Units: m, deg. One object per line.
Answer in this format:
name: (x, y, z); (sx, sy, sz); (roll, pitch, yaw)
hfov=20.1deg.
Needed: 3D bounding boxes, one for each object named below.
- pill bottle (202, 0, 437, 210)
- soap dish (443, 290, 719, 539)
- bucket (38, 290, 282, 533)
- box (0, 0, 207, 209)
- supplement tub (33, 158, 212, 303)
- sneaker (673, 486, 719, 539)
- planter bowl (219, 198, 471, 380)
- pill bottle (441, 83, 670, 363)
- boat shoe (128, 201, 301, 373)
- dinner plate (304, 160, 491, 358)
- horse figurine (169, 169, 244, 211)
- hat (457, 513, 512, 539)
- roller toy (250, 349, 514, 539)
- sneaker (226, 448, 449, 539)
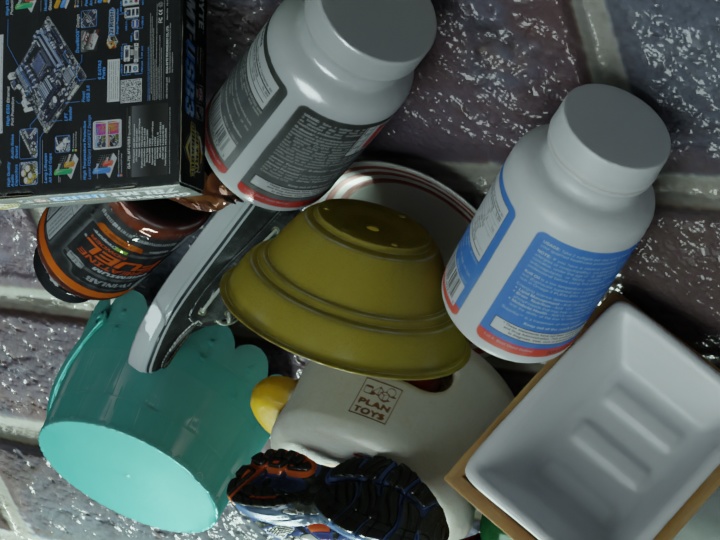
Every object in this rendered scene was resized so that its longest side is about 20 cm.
pill bottle: (-0.030, -0.138, 1.495); (0.116, 0.116, 0.200); (42, 141, -2)
soap dish: (0.185, 0.137, 1.511); (0.157, 0.200, 0.081); (39, 166, 19)
bucket: (-0.180, 0.131, 1.812); (0.207, 0.135, 0.207); (19, 149, 12)
box: (-0.216, -0.151, 1.553); (0.198, 0.050, 0.200); (-4, 81, 22)
supplement tub: (-0.209, -0.041, 1.735); (0.107, 0.107, 0.200); (45, 141, -5)
sneaker: (0.264, 0.212, 1.616); (0.106, 0.075, 0.200); (30, 138, 15)
planter bowl: (0.000, 0.000, 1.538); (0.200, 0.200, 0.083); (25, 112, 18)
pill bottle: (0.143, -0.034, 1.451); (0.112, 0.112, 0.200); (35, 135, 7)
boat shoe: (-0.121, 0.014, 1.687); (0.071, 0.072, 0.200); (35, 108, 0)
dinner plate: (0.044, -0.010, 1.627); (0.200, 0.024, 0.200); (22, 137, 22)
horse figurine: (-0.190, -0.101, 1.601); (0.200, 0.050, 0.133); (-8, 90, 15)
hat: (0.104, 0.184, 1.588); (0.176, 0.200, 0.166); (26, 128, -9)
roller toy: (0.024, 0.137, 1.661); (0.200, 0.140, 0.182); (43, 148, -22)
sneaker: (-0.009, 0.190, 1.584); (0.200, 0.075, 0.078); (10, 144, 41)
